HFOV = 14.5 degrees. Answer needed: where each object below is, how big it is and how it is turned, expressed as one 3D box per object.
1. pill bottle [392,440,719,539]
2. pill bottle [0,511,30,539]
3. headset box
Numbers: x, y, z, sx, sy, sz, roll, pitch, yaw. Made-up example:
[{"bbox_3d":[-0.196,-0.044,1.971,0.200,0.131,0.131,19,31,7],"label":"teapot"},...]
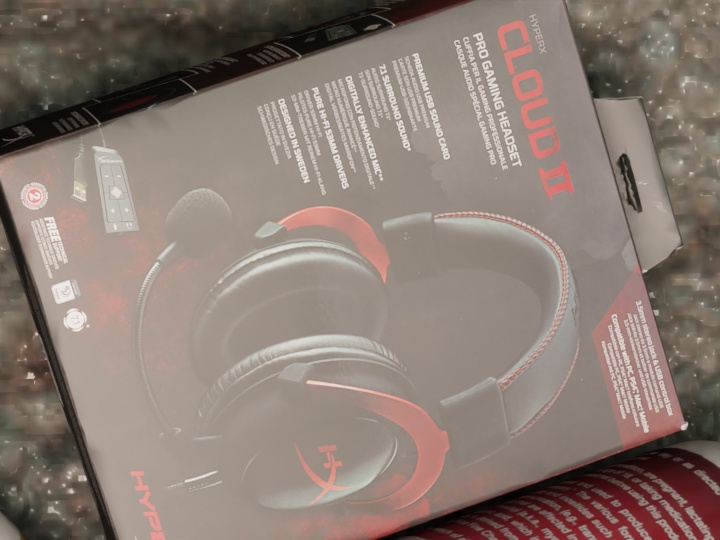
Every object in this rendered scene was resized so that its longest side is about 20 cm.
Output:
[{"bbox_3d":[0.079,0.118,0.875,0.199,0.113,0.114,-17,101,-24],"label":"pill bottle"},{"bbox_3d":[-0.089,0.174,0.855,0.114,0.114,0.200,-44,104,-3],"label":"pill bottle"},{"bbox_3d":[0.000,0.000,0.871,0.199,0.075,0.150,-18,101,-9],"label":"headset box"}]
